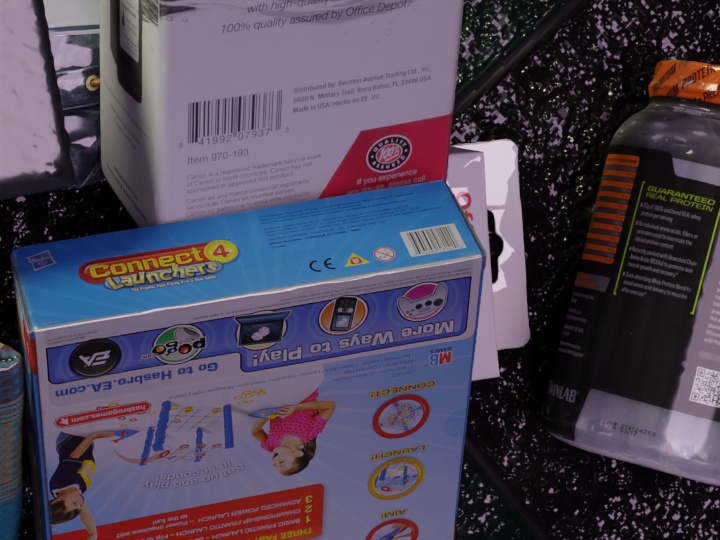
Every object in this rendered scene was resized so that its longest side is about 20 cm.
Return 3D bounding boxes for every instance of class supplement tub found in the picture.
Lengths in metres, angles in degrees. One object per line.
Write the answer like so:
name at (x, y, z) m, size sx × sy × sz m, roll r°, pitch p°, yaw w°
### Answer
supplement tub at (0.172, 0.002, 1.069) m, size 0.122 × 0.123 × 0.200 m, roll 15°, pitch 91°, yaw -18°

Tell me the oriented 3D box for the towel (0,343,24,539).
towel at (-0.220, 0.095, 0.926) m, size 0.146 × 0.200 × 0.022 m, roll -11°, pitch 61°, yaw -16°

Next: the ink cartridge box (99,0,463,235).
ink cartridge box at (-0.035, -0.124, 0.923) m, size 0.145 × 0.083 × 0.200 m, roll -11°, pitch 124°, yaw -23°

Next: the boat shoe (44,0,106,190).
boat shoe at (-0.103, -0.090, 1.006) m, size 0.200 × 0.071 × 0.091 m, roll -5°, pitch 102°, yaw -14°

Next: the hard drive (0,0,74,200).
hard drive at (-0.224, -0.085, 0.841) m, size 0.200 × 0.033 × 0.140 m, roll -11°, pitch 95°, yaw -17°

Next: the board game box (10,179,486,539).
board game box at (-0.052, 0.065, 0.957) m, size 0.200 × 0.056 × 0.196 m, roll -9°, pitch 133°, yaw -15°

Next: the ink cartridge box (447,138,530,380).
ink cartridge box at (0.000, 0.000, 1.040) m, size 0.200 × 0.068 × 0.116 m, roll -7°, pitch 99°, yaw -17°
